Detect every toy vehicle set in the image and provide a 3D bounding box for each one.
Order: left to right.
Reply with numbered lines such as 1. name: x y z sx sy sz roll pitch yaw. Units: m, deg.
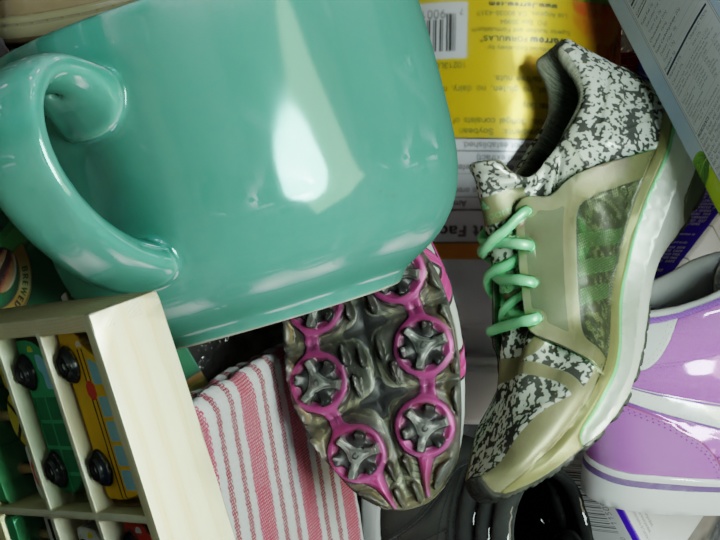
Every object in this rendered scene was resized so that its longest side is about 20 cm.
1. toy vehicle set: -0.079 0.108 0.746 0.026 0.124 0.202 -21 97 -33

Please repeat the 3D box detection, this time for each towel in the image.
1. towel: -0.039 0.107 0.876 0.200 0.030 0.148 -32 115 -72

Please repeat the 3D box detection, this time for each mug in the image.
1. mug: -0.055 -0.034 0.775 0.184 0.152 0.115 -18 92 -24

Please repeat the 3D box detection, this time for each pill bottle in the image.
1. pill bottle: 0.058 -0.035 0.960 0.110 0.111 0.202 2 89 -43

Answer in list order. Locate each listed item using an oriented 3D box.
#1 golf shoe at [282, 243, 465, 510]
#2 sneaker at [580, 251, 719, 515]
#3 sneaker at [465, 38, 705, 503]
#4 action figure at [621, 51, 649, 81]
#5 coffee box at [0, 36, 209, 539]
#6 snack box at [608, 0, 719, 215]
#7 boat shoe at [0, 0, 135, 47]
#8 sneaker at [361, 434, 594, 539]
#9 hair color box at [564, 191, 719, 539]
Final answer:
1. golf shoe: 0.000 0.000 0.893 0.092 0.072 0.202 35 37 -74
2. sneaker: 0.198 0.046 0.957 0.199 0.073 0.115 1 104 -18
3. sneaker: 0.069 -0.005 0.867 0.088 0.077 0.201 31 66 -18
4. action figure: 0.170 -0.053 1.006 0.065 0.199 0.100 37 69 -36
5. coffee box: -0.142 0.013 0.818 0.123 0.044 0.201 -45 119 -35
6. snack box: 0.200 -0.083 0.877 0.167 0.068 0.201 1 46 -27
7. boat shoe: -0.051 -0.140 0.839 0.199 0.072 0.065 -21 97 2
8. sneaker: 0.058 0.168 0.968 0.070 0.099 0.202 -14 101 -44
9. hair color box: 0.153 0.041 1.082 0.200 0.065 0.110 -47 121 -31
